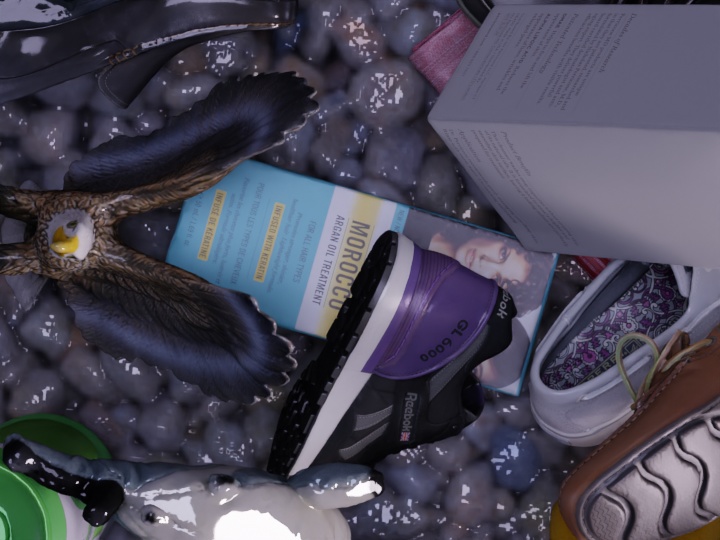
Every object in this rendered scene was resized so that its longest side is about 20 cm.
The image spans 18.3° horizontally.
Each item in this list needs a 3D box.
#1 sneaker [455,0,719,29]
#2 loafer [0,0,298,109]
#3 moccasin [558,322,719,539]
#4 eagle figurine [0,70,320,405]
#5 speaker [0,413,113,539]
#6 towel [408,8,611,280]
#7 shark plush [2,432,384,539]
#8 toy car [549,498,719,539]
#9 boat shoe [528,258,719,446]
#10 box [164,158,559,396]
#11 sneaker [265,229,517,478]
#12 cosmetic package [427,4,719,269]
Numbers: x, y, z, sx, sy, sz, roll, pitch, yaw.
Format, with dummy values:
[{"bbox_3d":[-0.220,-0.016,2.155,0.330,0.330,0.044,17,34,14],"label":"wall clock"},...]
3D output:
[{"bbox_3d":[0.145,-0.133,1.127,0.199,0.106,0.075,19,84,-1],"label":"sneaker"},{"bbox_3d":[-0.127,-0.122,1.189,0.199,0.073,0.073,-4,100,12],"label":"loafer"},{"bbox_3d":[0.169,0.061,1.088,0.201,0.078,0.074,-42,129,-20],"label":"moccasin"},{"bbox_3d":[-0.121,-0.020,1.132,0.199,0.151,0.152,3,129,1],"label":"eagle figurine"},{"bbox_3d":[-0.173,0.120,1.126,0.088,0.200,0.089,0,91,2],"label":"speaker"},{"bbox_3d":[0.142,-0.086,1.198,0.144,0.023,0.200,-40,90,3],"label":"towel"},{"bbox_3d":[-0.084,0.122,1.073,0.199,0.083,0.091,6,103,-33],"label":"shark plush"},{"bbox_3d":[0.198,0.163,1.136,0.199,0.175,0.150,6,134,30],"label":"toy car"},{"bbox_3d":[0.160,0.004,1.141,0.200,0.069,0.072,-38,64,-5],"label":"boat shoe"},{"bbox_3d":[0.000,0.000,1.192,0.199,0.049,0.083,16,92,2],"label":"box"},{"bbox_3d":[0.014,0.075,1.147,0.087,0.076,0.200,22,131,-10],"label":"sneaker"},{"bbox_3d":[0.145,-0.064,1.076,0.113,0.199,0.081,51,59,-38],"label":"cosmetic package"}]
